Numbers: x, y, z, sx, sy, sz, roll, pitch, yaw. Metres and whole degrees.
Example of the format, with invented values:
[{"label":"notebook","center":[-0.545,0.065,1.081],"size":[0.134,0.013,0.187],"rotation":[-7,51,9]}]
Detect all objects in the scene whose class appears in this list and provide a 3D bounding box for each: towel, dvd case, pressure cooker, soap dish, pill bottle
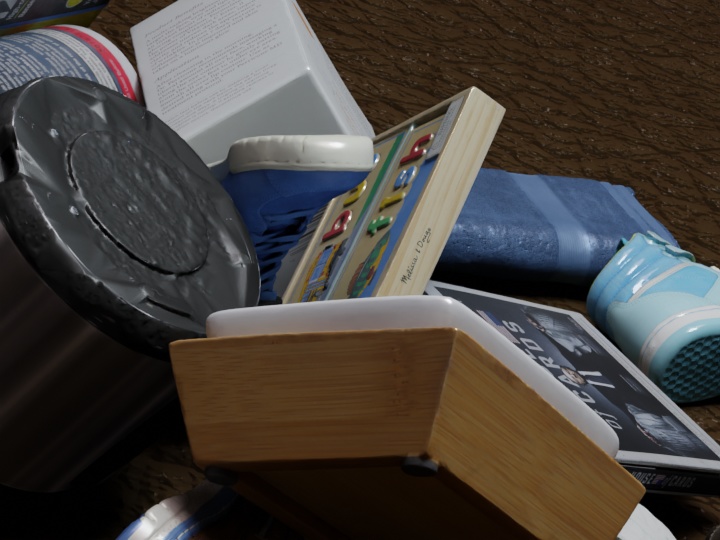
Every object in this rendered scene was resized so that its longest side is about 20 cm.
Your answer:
[{"label":"towel","center":[0.113,-0.026,1.719],"size":[0.200,0.049,0.112],"rotation":[6,27,-25]},{"label":"dvd case","center":[0.120,0.068,1.413],"size":[0.150,0.025,0.200],"rotation":[45,17,28]},{"label":"pressure cooker","center":[-0.170,0.021,1.273],"size":[0.176,0.200,0.179],"rotation":[14,43,-50]},{"label":"soap dish","center":[0.023,0.086,1.202],"size":[0.157,0.081,0.200],"rotation":[-4,-27,32]},{"label":"pill bottle","center":[-0.230,-0.076,1.518],"size":[0.119,0.120,0.200],"rotation":[29,26,25]}]

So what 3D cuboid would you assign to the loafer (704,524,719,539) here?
[{"label":"loafer","center":[0.220,0.160,1.364],"size":[0.073,0.071,0.200],"rotation":[61,22,8]}]

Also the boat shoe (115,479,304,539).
[{"label":"boat shoe","center":[-0.063,0.142,1.238],"size":[0.072,0.072,0.200],"rotation":[43,24,9]}]

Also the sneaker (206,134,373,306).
[{"label":"sneaker","center":[-0.055,-0.007,1.348],"size":[0.077,0.111,0.200],"rotation":[1,-9,-37]}]

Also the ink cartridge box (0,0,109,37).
[{"label":"ink cartridge box","center":[-0.245,-0.151,1.585],"size":[0.047,0.198,0.200],"rotation":[54,37,9]}]

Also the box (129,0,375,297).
[{"label":"box","center":[-0.055,-0.080,1.568],"size":[0.106,0.152,0.200],"rotation":[-29,28,5]}]

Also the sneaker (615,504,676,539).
[{"label":"sneaker","center":[0.142,0.165,1.312],"size":[0.080,0.076,0.200],"rotation":[16,24,-25]}]

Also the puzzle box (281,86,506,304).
[{"label":"puzzle box","center":[0.000,0.000,1.378],"size":[0.025,0.133,0.200],"rotation":[35,62,-18]}]

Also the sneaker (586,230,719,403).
[{"label":"sneaker","center":[0.236,0.019,1.663],"size":[0.200,0.080,0.131],"rotation":[-2,33,-37]}]
